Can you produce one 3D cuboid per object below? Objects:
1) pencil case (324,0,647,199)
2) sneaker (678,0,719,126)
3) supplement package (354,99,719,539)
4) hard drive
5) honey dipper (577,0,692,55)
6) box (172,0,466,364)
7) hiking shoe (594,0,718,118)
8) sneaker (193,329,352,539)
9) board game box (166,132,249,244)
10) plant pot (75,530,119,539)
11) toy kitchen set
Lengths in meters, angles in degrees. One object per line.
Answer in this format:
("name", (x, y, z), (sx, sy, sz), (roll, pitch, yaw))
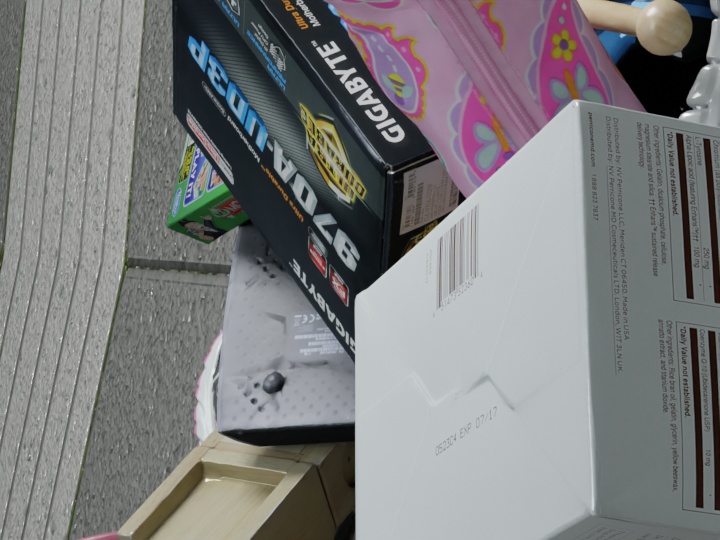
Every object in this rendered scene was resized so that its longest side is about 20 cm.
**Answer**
("pencil case", (0.068, -0.063, 1.081), (0.087, 0.200, 0.087), (-32, 17, 11))
("sneaker", (0.184, -0.108, 1.063), (0.091, 0.077, 0.201), (-1, 83, 52))
("supplement package", (0.124, 0.056, 0.948), (0.191, 0.199, 0.148), (139, 136, -58))
("hard drive", (0.000, 0.000, 1.392), (0.042, 0.134, 0.201), (56, -145, -52))
("honey dipper", (0.088, -0.112, 1.141), (0.200, 0.038, 0.038), (-150, 70, -68))
("box", (-0.022, -0.068, 1.223), (0.200, 0.046, 0.159), (54, 156, 31))
("hiking shoe", (0.105, -0.080, 1.222), (0.200, 0.074, 0.087), (126, 147, -50))
("sneaker", (-0.038, 0.121, 1.538), (0.086, 0.080, 0.201), (-29, 62, 49))
("board game box", (-0.045, -0.126, 1.414), (0.134, 0.029, 0.201), (-28, 47, 60))
("plant pot", (-0.147, 0.275, 1.604), (0.200, 0.199, 0.180), (-52, 51, 51))
("toy kitchen set", (0.009, 0.177, 1.405), (0.162, 0.180, 0.201), (6, 126, 34))
